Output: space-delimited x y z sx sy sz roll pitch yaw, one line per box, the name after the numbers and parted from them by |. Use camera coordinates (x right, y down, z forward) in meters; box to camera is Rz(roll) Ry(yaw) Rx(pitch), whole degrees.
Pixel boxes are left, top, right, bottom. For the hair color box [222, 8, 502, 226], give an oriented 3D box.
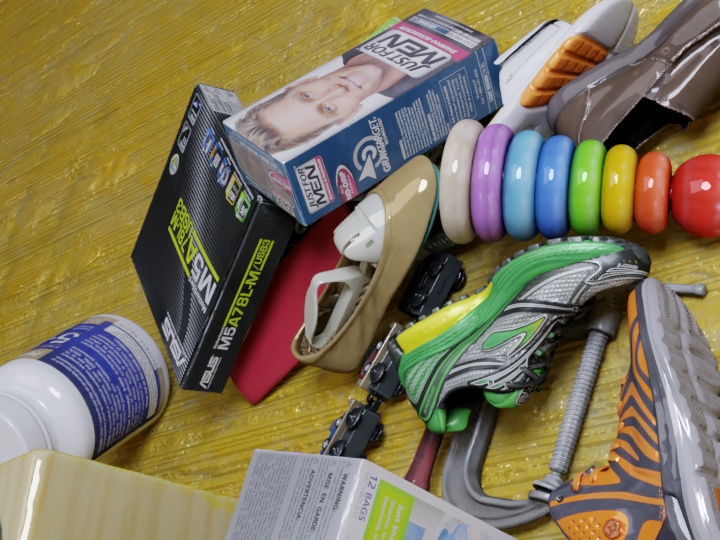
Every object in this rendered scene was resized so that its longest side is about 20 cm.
0.006 -0.123 1.033 0.199 0.061 0.100 -33 38 -18 | hair color box

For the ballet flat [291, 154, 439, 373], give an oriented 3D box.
0.000 0.000 1.016 0.201 0.063 0.069 -68 31 29 | ballet flat

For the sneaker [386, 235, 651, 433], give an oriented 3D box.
0.114 0.044 0.902 0.200 0.078 0.086 -36 61 27 | sneaker

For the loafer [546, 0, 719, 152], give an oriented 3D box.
0.226 -0.130 0.920 0.200 0.073 0.071 -35 54 25 | loafer

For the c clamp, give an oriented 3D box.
0.130 0.088 0.913 0.170 0.027 0.201 9 73 51 | c clamp

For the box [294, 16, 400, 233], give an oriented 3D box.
-0.009 -0.131 1.166 0.200 0.036 0.144 -40 36 -3 | box

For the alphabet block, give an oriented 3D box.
-0.215 0.268 1.020 0.195 0.196 0.201 -24 53 48 | alphabet block

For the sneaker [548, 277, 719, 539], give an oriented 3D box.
0.164 0.105 0.820 0.112 0.077 0.201 -29 46 33 | sneaker

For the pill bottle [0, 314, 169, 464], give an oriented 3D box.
-0.270 0.125 1.195 0.119 0.120 0.200 -34 0 29 | pill bottle

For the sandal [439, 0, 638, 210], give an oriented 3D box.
0.117 -0.129 0.981 0.207 0.079 0.059 -48 58 6 | sandal

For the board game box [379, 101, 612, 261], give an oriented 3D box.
0.103 -0.082 1.039 0.199 0.023 0.105 -23 48 27 | board game box

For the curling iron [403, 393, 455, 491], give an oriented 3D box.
0.032 0.155 0.939 0.025 0.050 0.201 13 58 20 | curling iron

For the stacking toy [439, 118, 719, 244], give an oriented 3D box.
0.156 -0.052 0.888 0.199 0.085 0.086 6 66 17 | stacking toy

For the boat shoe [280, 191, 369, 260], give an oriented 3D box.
-0.062 -0.007 1.165 0.199 0.073 0.063 -22 47 33 | boat shoe

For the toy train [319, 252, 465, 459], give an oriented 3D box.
0.020 0.075 1.041 0.201 0.034 0.046 -61 25 -7 | toy train

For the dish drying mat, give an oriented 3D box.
-0.052 0.029 1.126 0.200 0.018 0.077 -44 69 31 | dish drying mat

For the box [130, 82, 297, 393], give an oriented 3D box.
-0.132 -0.031 1.160 0.194 0.047 0.200 -62 35 26 | box

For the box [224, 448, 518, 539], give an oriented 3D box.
0.019 0.197 0.823 0.101 0.200 0.113 -3 61 47 | box

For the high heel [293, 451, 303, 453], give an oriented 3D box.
-0.021 0.201 0.980 0.200 0.067 0.097 14 87 66 | high heel
